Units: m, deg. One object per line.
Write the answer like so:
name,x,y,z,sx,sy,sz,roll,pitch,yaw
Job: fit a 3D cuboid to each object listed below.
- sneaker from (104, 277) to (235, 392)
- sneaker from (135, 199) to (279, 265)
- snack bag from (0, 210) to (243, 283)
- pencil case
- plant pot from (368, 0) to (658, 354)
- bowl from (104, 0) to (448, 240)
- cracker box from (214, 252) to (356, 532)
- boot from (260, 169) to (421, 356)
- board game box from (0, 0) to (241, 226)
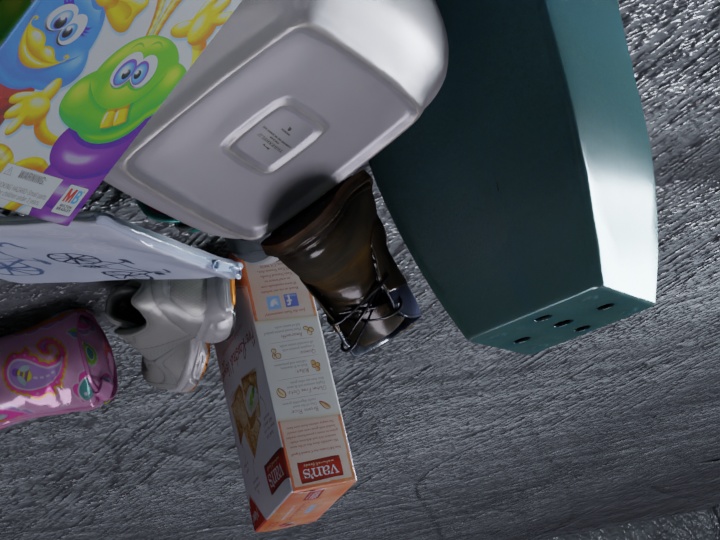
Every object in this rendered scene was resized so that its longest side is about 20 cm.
sneaker,-0.160,0.039,1.440,0.091,0.076,0.200,6,155,-16
sneaker,-0.088,-0.053,1.154,0.120,0.084,0.200,-13,156,-24
snack bag,-0.201,-0.018,1.184,0.198,0.022,0.188,-1,169,26
pencil case,-0.294,0.095,1.454,0.198,0.088,0.087,-18,163,7
plant pot,0.093,-0.061,1.089,0.140,0.202,0.141,-23,162,26
bowl,-0.056,-0.096,0.963,0.199,0.075,0.200,-36,146,16
cracker box,-0.066,0.090,1.431,0.057,0.202,0.134,-9,162,-19
boot,0.000,0.000,1.071,0.074,0.097,0.200,-35,-179,6
board game box,-0.111,-0.133,0.710,0.200,0.103,0.105,-51,152,13
